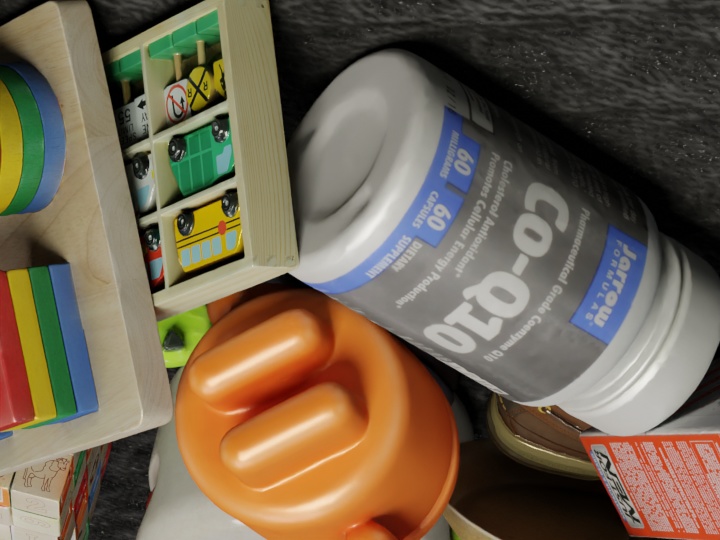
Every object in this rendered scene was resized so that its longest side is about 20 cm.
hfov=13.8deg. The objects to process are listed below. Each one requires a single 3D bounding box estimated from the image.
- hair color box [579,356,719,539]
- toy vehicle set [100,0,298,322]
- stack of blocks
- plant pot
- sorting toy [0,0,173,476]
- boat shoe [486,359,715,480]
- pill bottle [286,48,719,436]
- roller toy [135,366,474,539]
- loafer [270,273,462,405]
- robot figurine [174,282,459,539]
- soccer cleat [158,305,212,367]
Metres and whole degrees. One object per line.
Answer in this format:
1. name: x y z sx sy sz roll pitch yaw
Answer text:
1. hair color box: 0.194 0.077 1.398 0.064 0.110 0.200 64 164 -5
2. toy vehicle set: -0.102 -0.040 1.375 0.026 0.125 0.200 1 166 -37
3. stack of blocks: -0.188 0.112 1.746 0.058 0.116 0.200 14 155 2
4. plant pot: 0.130 0.135 1.516 0.199 0.028 0.200 12 -165 -3
5. sorting toy: -0.189 -0.005 1.399 0.069 0.200 0.200 -7 172 -39
6. boat shoe: 0.165 0.077 1.528 0.199 0.072 0.068 10 148 2
7. pill bottle: 0.065 -0.007 1.361 0.199 0.114 0.114 30 151 -29
8. roller toy: -0.030 0.121 1.649 0.182 0.140 0.200 -22 135 37
9. loafer: 0.000 0.000 1.492 0.072 0.063 0.200 18 157 39
10. robot figurine: -0.018 0.075 1.411 0.143 0.117 0.200 24 172 20
11. soccer cleat: -0.178 0.015 1.604 0.199 0.068 0.081 17 164 -7
